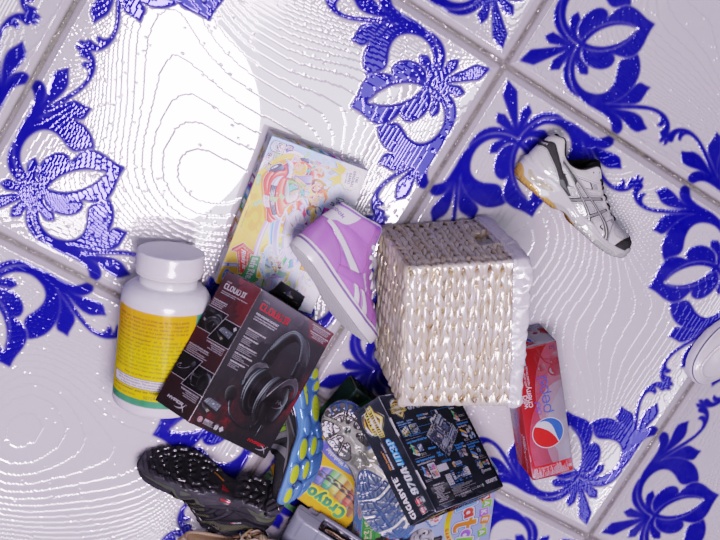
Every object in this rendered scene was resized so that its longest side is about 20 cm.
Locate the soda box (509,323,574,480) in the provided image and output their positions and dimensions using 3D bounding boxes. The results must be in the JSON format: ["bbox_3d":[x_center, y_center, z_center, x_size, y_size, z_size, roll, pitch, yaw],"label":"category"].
[{"bbox_3d":[0.239,0.180,1.810,0.063,0.070,0.201,-13,110,-9],"label":"soda box"}]

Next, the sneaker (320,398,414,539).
[{"bbox_3d":[0.017,0.249,1.713,0.077,0.085,0.201,-25,98,3],"label":"sneaker"}]

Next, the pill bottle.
[{"bbox_3d":[-0.244,0.071,1.642,0.112,0.113,0.201,4,106,-14],"label":"pill bottle"}]

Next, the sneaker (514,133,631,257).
[{"bbox_3d":[0.296,-0.097,1.730,0.200,0.076,0.088,38,96,-21],"label":"sneaker"}]

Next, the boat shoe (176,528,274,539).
[{"bbox_3d":[-0.141,0.366,1.728,0.199,0.071,0.065,16,109,-12],"label":"boat shoe"}]

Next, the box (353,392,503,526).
[{"bbox_3d":[0.091,0.230,1.698,0.046,0.200,0.160,-34,75,27],"label":"box"}]

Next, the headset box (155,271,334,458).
[{"bbox_3d":[-0.135,0.108,1.628,0.149,0.077,0.201,36,83,-46],"label":"headset box"}]

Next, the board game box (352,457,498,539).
[{"bbox_3d":[0.086,0.340,1.815,0.199,0.037,0.152,-10,123,-21],"label":"board game box"}]

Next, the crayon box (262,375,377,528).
[{"bbox_3d":[-0.029,0.259,1.785,0.126,0.052,0.200,39,97,-21],"label":"crayon box"}]

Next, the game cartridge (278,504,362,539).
[{"bbox_3d":[-0.023,0.410,1.784,0.199,0.042,0.134,32,125,6],"label":"game cartridge"}]

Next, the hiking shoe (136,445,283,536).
[{"bbox_3d":[-0.205,0.302,1.743,0.199,0.076,0.101,22,125,-2],"label":"hiking shoe"}]

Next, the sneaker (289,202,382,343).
[{"bbox_3d":[0.000,0.000,1.675,0.114,0.073,0.201,-44,135,-16],"label":"sneaker"}]

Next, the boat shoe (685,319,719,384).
[{"bbox_3d":[0.546,0.096,1.855,0.199,0.066,0.072,-33,112,-1],"label":"boat shoe"}]

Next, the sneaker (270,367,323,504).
[{"bbox_3d":[-0.097,0.201,1.723,0.082,0.071,0.201,-3,86,31],"label":"sneaker"}]

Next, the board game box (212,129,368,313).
[{"bbox_3d":[-0.089,-0.060,1.676,0.134,0.034,0.201,18,103,-18],"label":"board game box"}]

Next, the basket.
[{"bbox_3d":[0.111,0.049,1.672,0.160,0.198,0.201,-1,108,-10],"label":"basket"}]
